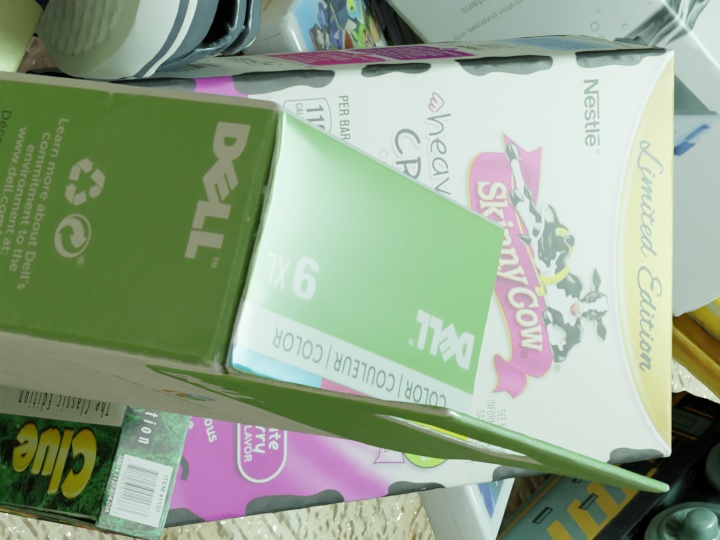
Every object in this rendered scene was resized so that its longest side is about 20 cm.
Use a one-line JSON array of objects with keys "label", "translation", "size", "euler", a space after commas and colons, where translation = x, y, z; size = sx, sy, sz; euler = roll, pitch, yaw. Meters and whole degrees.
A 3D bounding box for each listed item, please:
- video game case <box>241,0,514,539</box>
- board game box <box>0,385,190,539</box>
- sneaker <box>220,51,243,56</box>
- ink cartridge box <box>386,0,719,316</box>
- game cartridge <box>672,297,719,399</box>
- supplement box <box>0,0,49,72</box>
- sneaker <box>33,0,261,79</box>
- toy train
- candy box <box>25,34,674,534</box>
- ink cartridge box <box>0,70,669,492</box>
[{"label": "video game case", "translation": [0.020, -0.027, 1.004], "size": [0.182, 0.023, 0.200], "euler": [-63, 136, -63]}, {"label": "board game box", "translation": [-0.099, 0.014, 0.781], "size": [0.023, 0.200, 0.105], "euler": [21, 80, -32]}, {"label": "sneaker", "translation": [-0.065, -0.127, 0.904], "size": [0.073, 0.077, 0.200], "euler": [-57, 140, -34]}, {"label": "ink cartridge box", "translation": [0.090, -0.105, 1.029], "size": [0.200, 0.086, 0.146], "euler": [44, 31, -25]}, {"label": "game cartridge", "translation": [0.145, 0.027, 1.160], "size": [0.032, 0.176, 0.200], "euler": [-49, 144, 4]}, {"label": "supplement box", "translation": [-0.206, -0.048, 0.665], "size": [0.200, 0.134, 0.200], "euler": [45, 60, -50]}, {"label": "sneaker", "translation": [-0.059, -0.095, 0.796], "size": [0.079, 0.200, 0.079], "euler": [-1, 99, -20]}, {"label": "toy train", "translation": [0.112, 0.123, 1.177], "size": [0.200, 0.114, 0.085], "euler": [-42, 139, -41]}, {"label": "candy box", "translation": [0.000, 0.000, 0.880], "size": [0.200, 0.061, 0.137], "euler": [-7, 102, -27]}, {"label": "ink cartridge box", "translation": [-0.036, -0.001, 0.625], "size": [0.104, 0.200, 0.059], "euler": [25, 75, -57]}]
